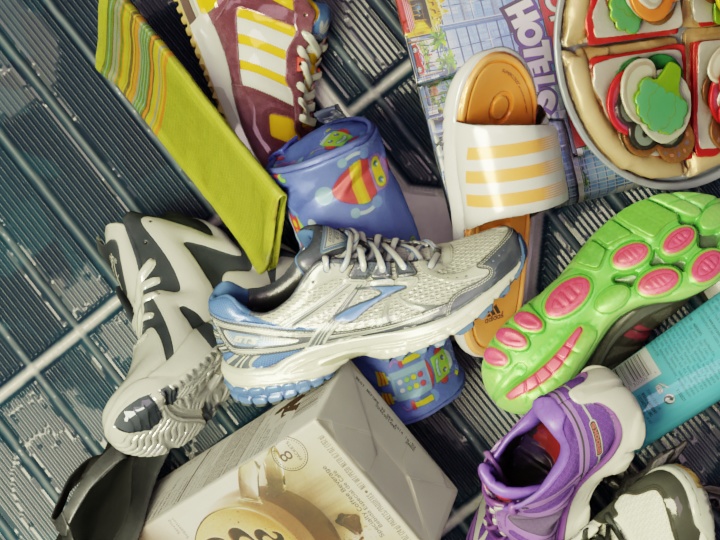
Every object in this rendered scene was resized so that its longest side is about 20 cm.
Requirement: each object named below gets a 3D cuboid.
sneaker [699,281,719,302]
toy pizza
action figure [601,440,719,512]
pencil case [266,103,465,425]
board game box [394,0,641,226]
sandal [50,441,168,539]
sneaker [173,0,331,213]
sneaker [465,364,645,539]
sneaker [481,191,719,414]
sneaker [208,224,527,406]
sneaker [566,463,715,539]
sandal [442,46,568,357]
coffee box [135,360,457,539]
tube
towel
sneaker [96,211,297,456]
[{"bbox_3d":[0.302,0.039,1.190,0.201,0.108,0.067,39,90,4],"label":"sneaker"},{"bbox_3d":[0.209,-0.150,1.191,0.200,0.032,0.201,-5,100,-30],"label":"toy pizza"},{"bbox_3d":[0.214,0.192,1.193,0.119,0.102,0.200,-50,48,22],"label":"action figure"},{"bbox_3d":[0.000,0.000,1.191,0.078,0.087,0.200,-37,117,-38],"label":"pencil case"},{"bbox_3d":[0.132,-0.146,1.231,0.199,0.062,0.201,-15,87,3],"label":"board game box"},{"bbox_3d":[-0.162,0.131,1.183,0.076,0.200,0.043,-28,117,36],"label":"sandal"},{"bbox_3d":[-0.052,-0.132,1.232,0.090,0.075,0.200,-25,87,7],"label":"sneaker"},{"bbox_3d":[0.099,0.133,1.169,0.083,0.200,0.081,-11,51,-32],"label":"sneaker"},{"bbox_3d":[0.163,0.020,1.212,0.200,0.084,0.077,-35,73,2],"label":"sneaker"},{"bbox_3d":[0.000,0.010,1.111,0.200,0.077,0.085,-23,107,5],"label":"sneaker"},{"bbox_3d":[0.136,0.195,1.141,0.200,0.087,0.076,-58,44,34],"label":"sneaker"},{"bbox_3d":[0.098,-0.037,1.171,0.079,0.059,0.207,-21,120,-37],"label":"sandal"},{"bbox_3d":[-0.055,0.159,1.166,0.200,0.080,0.113,-34,102,28],"label":"coffee box"},{"bbox_3d":[0.231,0.043,1.171,0.200,0.050,0.078,-35,61,11],"label":"tube"},{"bbox_3d":[-0.111,-0.092,1.199,0.018,0.086,0.200,-29,65,-22],"label":"towel"},{"bbox_3d":[-0.133,0.028,1.195,0.129,0.080,0.199,28,50,16],"label":"sneaker"}]
